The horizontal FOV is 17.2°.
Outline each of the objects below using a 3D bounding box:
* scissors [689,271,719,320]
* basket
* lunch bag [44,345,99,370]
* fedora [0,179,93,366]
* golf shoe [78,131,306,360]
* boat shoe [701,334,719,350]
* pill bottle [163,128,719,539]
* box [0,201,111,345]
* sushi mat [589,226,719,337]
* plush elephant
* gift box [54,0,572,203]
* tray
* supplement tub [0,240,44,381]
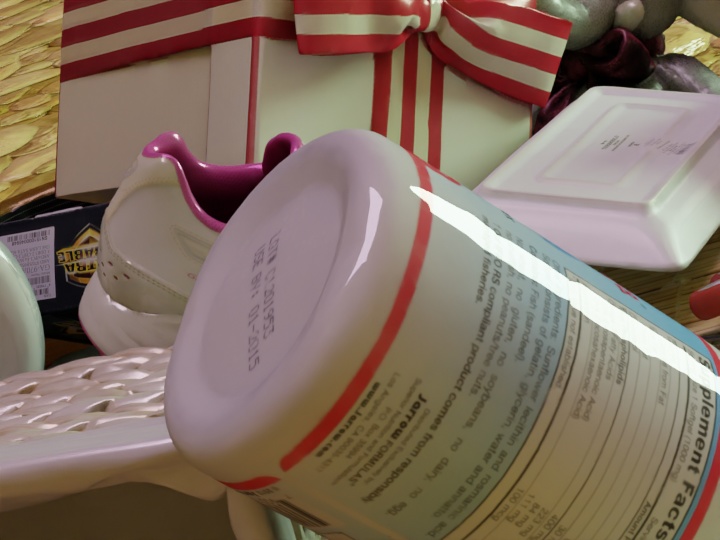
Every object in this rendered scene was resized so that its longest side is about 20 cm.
[{"bbox_3d":[0.209,-0.028,0.840,0.199,0.014,0.073,-24,-2,9],"label":"scissors"},{"bbox_3d":[-0.096,0.108,0.806,0.199,0.136,0.123,-11,15,19],"label":"basket"},{"bbox_3d":[-0.062,0.077,0.948,0.199,0.077,0.160,-11,19,23],"label":"lunch bag"},{"bbox_3d":[-0.138,0.004,1.232,0.199,0.082,0.201,-18,17,5],"label":"fedora"},{"bbox_3d":[0.000,0.000,0.869,0.199,0.092,0.075,5,23,-14],"label":"golf shoe"},{"bbox_3d":[0.124,0.057,0.850,0.200,0.072,0.066,-14,-15,-2],"label":"boat shoe"},{"bbox_3d":[0.049,0.050,0.712,0.109,0.199,0.109,-42,30,32],"label":"pill bottle"},{"bbox_3d":[-0.051,0.003,1.057,0.158,0.046,0.200,-9,-11,26],"label":"box"},{"bbox_3d":[0.163,-0.005,0.907,0.199,0.012,0.096,-18,25,29],"label":"sushi mat"},{"bbox_3d":[0.121,-0.099,1.159,0.164,0.156,0.200,-6,22,34],"label":"plush elephant"},{"bbox_3d":[-0.028,-0.122,1.080,0.184,0.201,0.186,1,-2,-40],"label":"gift box"},{"bbox_3d":[0.107,-0.044,0.983,0.107,0.022,0.200,7,21,21],"label":"tray"},{"bbox_3d":[-0.212,0.019,0.964,0.122,0.123,0.200,-25,18,-19],"label":"supplement tub"}]
